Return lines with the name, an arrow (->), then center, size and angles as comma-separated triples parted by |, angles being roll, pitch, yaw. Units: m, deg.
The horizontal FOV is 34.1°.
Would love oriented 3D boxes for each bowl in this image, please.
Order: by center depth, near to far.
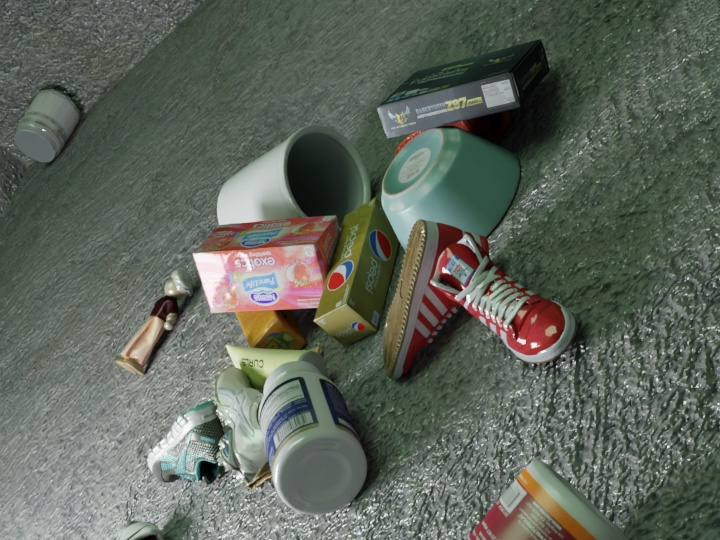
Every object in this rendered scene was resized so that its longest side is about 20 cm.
bowl -> 0.103, -0.111, 1.550 | 0.200, 0.105, 0.202 | -37, 29, 25

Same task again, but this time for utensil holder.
utensil holder -> -0.109, -0.110, 1.827 | 0.199, 0.169, 0.172 | -22, 37, 47

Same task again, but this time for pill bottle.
pill bottle -> 0.126, 0.271, 0.991 | 0.201, 0.113, 0.113 | -50, 25, 2
pill bottle -> -0.064, 0.192, 1.413 | 0.111, 0.111, 0.200 | -46, 25, 9

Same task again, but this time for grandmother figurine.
grandmother figurine -> -0.362, 0.088, 2.109 | 0.120, 0.060, 0.202 | 6, 63, 51

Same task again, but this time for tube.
tube -> -0.121, 0.137, 1.611 | 0.199, 0.051, 0.059 | -4, 71, 54

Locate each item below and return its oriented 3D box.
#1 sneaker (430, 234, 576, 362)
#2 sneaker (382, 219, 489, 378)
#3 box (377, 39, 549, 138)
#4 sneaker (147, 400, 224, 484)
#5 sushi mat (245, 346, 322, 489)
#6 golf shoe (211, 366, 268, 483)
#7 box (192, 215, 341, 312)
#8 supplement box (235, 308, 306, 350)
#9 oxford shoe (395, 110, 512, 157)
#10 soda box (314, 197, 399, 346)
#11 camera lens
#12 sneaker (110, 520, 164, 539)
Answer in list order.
sneaker -> 0.146, 0.027, 1.264 | 0.072, 0.112, 0.200 | -51, 25, -3
sneaker -> 0.097, 0.043, 1.416 | 0.071, 0.111, 0.203 | -122, 44, -61
box -> 0.140, -0.244, 1.575 | 0.197, 0.052, 0.158 | -9, 21, 29
sneaker -> -0.237, 0.265, 1.646 | 0.077, 0.092, 0.200 | -20, -20, -36
sushi mat -> -0.102, 0.195, 1.584 | 0.095, 0.012, 0.202 | -34, 30, 36
golf shoe -> -0.142, 0.188, 1.570 | 0.097, 0.078, 0.201 | -39, 36, 15
box -> -0.126, -0.007, 1.685 | 0.197, 0.104, 0.095 | -3, 27, 23
supplement box -> -0.141, 0.071, 1.755 | 0.069, 0.066, 0.200 | -48, 25, 4
oxford shoe -> 0.137, -0.195, 1.668 | 0.198, 0.072, 0.073 | -21, 20, 36
soda box -> 0.000, 0.000, 1.618 | 0.067, 0.064, 0.202 | -27, 34, 39
camera lens -> -1.016, -0.475, 3.822 | 0.159, 0.160, 0.202 | -22, 37, 45
sneaker -> -0.330, 0.427, 1.581 | 0.088, 0.074, 0.202 | -16, 42, 53
